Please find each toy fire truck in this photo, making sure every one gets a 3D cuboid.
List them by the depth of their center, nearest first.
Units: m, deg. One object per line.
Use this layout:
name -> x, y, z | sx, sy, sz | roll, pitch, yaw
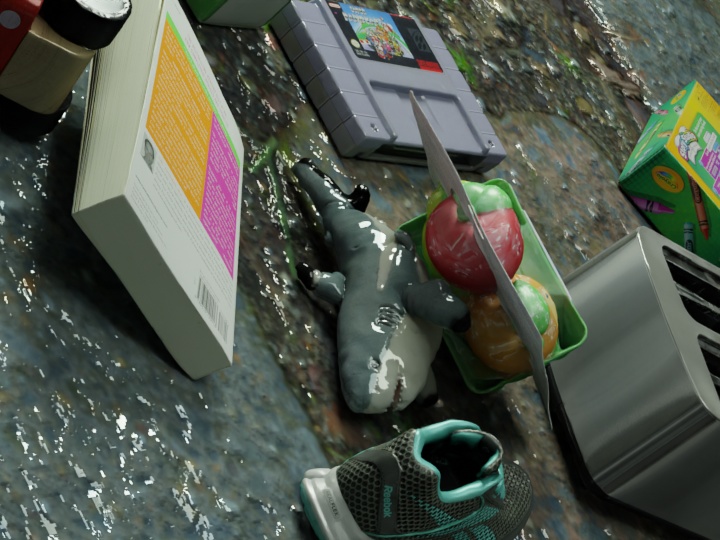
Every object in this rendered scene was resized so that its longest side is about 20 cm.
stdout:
toy fire truck -> -0.224, -0.202, 1.139 | 0.200, 0.129, 0.176 | 27, 35, -19

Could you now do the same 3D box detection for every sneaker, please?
sneaker -> 0.057, 0.127, 1.185 | 0.200, 0.091, 0.078 | 2, 56, -56

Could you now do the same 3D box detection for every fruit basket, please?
fruit basket -> 0.087, -0.006, 1.313 | 0.200, 0.094, 0.185 | 82, -17, -67

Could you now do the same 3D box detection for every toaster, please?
toaster -> 0.219, 0.082, 1.454 | 0.200, 0.119, 0.181 | 26, 36, -40

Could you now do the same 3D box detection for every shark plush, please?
shark plush -> 0.000, 0.000, 1.283 | 0.083, 0.091, 0.200 | -7, 65, -23

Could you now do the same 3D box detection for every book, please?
book -> -0.108, -0.053, 1.168 | 0.200, 0.048, 0.134 | -90, 156, -50

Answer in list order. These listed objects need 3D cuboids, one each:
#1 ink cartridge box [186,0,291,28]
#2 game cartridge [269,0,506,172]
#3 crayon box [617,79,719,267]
ink cartridge box -> -0.090, -0.291, 1.400 | 0.083, 0.147, 0.200 | -7, 61, -57
game cartridge -> 0.024, -0.138, 1.515 | 0.200, 0.038, 0.130 | 1, 60, -56
crayon box -> 0.309, -0.086, 1.854 | 0.119, 0.058, 0.200 | 49, 28, -6
